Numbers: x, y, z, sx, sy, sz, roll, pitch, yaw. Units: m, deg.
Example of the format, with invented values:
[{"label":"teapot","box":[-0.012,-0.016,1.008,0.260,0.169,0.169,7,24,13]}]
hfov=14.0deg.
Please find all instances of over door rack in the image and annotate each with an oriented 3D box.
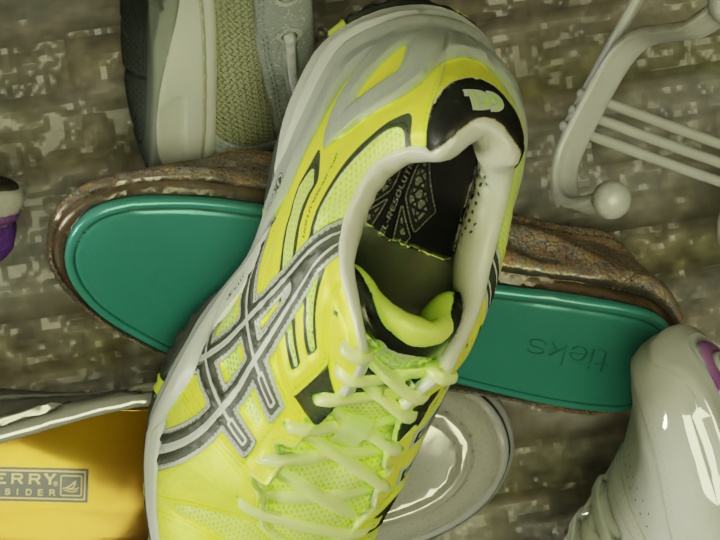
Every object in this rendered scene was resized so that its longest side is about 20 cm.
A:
[{"label":"over door rack","box":[0.156,-0.091,0.868,0.147,0.067,0.201,16,99,-32]}]

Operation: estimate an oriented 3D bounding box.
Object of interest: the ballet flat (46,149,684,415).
[{"label":"ballet flat","box":[0.000,0.000,0.884,0.199,0.067,0.068,15,119,-17]}]

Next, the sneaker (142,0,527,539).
[{"label":"sneaker","box":[-0.009,0.026,0.810,0.075,0.076,0.201,11,106,-17]}]

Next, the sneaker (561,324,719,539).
[{"label":"sneaker","box":[0.081,0.108,0.886,0.099,0.075,0.201,-3,123,1]}]

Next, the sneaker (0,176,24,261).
[{"label":"sneaker","box":[-0.179,0.030,0.841,0.200,0.080,0.084,-35,123,-31]}]

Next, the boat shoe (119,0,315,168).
[{"label":"boat shoe","box":[-0.029,-0.107,0.826,0.064,0.075,0.202,-4,137,-14]}]

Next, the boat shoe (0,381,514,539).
[{"label":"boat shoe","box":[-0.049,0.062,0.886,0.199,0.070,0.071,0,98,-7]}]
